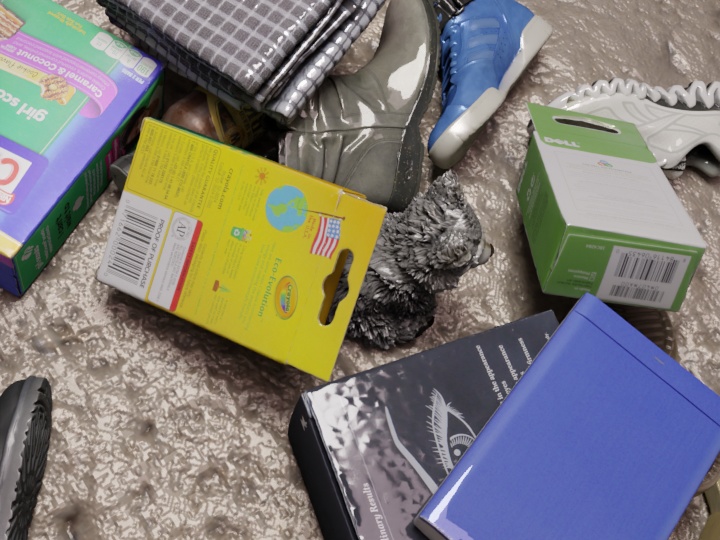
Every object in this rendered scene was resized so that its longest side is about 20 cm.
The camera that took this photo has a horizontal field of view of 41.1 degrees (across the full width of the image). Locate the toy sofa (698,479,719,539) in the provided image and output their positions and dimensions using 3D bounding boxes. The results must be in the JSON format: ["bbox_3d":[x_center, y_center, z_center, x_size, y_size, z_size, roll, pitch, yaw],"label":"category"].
[{"bbox_3d":[0.260,0.228,0.676,0.097,0.083,0.201,34,63,8],"label":"toy sofa"}]

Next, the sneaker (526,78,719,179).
[{"bbox_3d":[0.245,-0.121,0.849,0.197,0.075,0.082,-3,74,-12],"label":"sneaker"}]

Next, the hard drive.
[{"bbox_3d":[0.144,0.126,0.617,0.132,0.025,0.200,39,64,8],"label":"hard drive"}]

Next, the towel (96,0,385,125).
[{"bbox_3d":[-0.092,-0.224,0.736,0.199,0.086,0.166,34,78,22],"label":"towel"}]

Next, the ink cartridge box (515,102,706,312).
[{"bbox_3d":[0.181,-0.055,0.744,0.102,0.060,0.201,8,34,-6],"label":"ink cartridge box"}]

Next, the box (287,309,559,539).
[{"bbox_3d":[0.065,0.136,0.670,0.198,0.105,0.149,-15,69,-17],"label":"box"}]

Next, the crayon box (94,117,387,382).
[{"bbox_3d":[-0.081,-0.016,0.682,0.198,0.051,0.128,22,97,20],"label":"crayon box"}]

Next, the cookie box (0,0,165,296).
[{"bbox_3d":[-0.273,-0.110,0.737,0.170,0.075,0.201,29,64,3],"label":"cookie box"}]

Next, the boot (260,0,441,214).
[{"bbox_3d":[-0.009,-0.147,0.777,0.129,0.068,0.203,12,78,-23],"label":"boot"}]

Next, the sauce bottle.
[{"bbox_3d":[-0.114,-0.123,0.782,0.065,0.065,0.200,43,66,11],"label":"sauce bottle"}]

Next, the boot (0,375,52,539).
[{"bbox_3d":[-0.316,0.137,0.624,0.197,0.066,0.167,7,62,-3],"label":"boot"}]

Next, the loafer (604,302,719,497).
[{"bbox_3d":[0.210,0.091,0.743,0.075,0.069,0.202,2,49,-12],"label":"loafer"}]

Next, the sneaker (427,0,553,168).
[{"bbox_3d":[0.082,-0.181,0.837,0.111,0.077,0.201,36,59,1],"label":"sneaker"}]

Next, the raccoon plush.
[{"bbox_3d":[0.000,0.000,0.704,0.198,0.134,0.098,-16,70,-18],"label":"raccoon plush"}]
